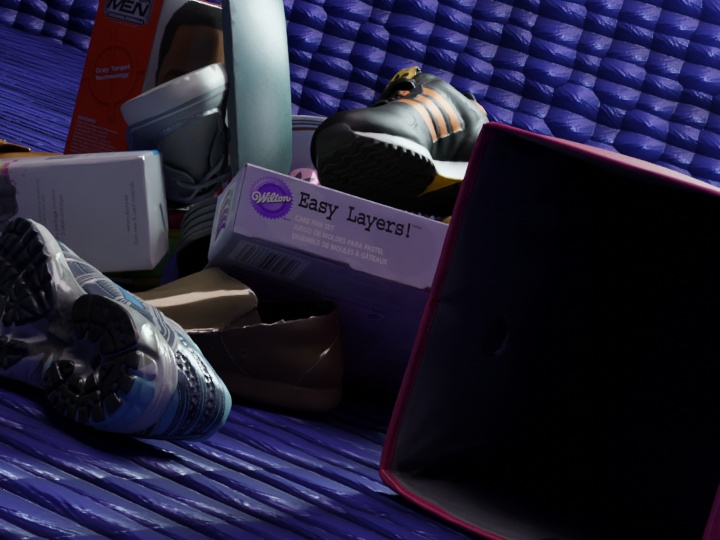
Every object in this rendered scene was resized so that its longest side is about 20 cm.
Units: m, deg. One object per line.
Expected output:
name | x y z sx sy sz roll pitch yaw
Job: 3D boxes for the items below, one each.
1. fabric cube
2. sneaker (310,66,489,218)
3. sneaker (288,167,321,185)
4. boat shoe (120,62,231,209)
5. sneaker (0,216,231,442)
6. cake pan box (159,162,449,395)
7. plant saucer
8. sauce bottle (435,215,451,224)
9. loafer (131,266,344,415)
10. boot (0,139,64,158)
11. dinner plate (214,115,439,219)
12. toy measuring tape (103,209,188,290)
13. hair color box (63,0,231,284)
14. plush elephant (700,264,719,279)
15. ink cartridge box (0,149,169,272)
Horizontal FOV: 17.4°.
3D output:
fabric cube | 0.162 0.054 1.211 0.196 0.200 0.199 21 6 37
sneaker | 0.024 -0.091 1.519 0.070 0.090 0.200 -26 -20 29
sneaker | 0.000 0.000 1.553 0.070 0.082 0.200 -1 -22 24
boat shoe | -0.107 -0.078 1.475 0.070 0.072 0.201 -25 -3 -9
sneaker | -0.136 0.040 1.198 0.086 0.078 0.200 27 6 -38
cake pan box | -0.014 0.012 1.409 0.200 0.052 0.184 16 -25 -13
plant saucer | -0.067 -0.121 1.515 0.039 0.201 0.201 -4 9 -5
sauce bottle | 0.064 -0.004 1.547 0.065 0.065 0.200 15 -7 -11
loafer | -0.096 0.030 1.323 0.200 0.068 0.076 13 7 -31
boot | -0.257 -0.070 1.750 0.154 0.074 0.200 13 3 8
dinner plate | -0.030 -0.060 1.864 0.200 0.024 0.200 9 -38 7
toy measuring tape | -0.086 -0.002 1.567 0.200 0.074 0.074 7 11 -38
hair color box | -0.146 -0.092 1.617 0.061 0.200 0.101 16 6 37
plush elephant | 0.240 0.032 1.387 0.165 0.200 0.155 45 25 30
ink cartridge box | -0.216 -0.030 1.359 0.200 0.068 0.115 -4 4 1
